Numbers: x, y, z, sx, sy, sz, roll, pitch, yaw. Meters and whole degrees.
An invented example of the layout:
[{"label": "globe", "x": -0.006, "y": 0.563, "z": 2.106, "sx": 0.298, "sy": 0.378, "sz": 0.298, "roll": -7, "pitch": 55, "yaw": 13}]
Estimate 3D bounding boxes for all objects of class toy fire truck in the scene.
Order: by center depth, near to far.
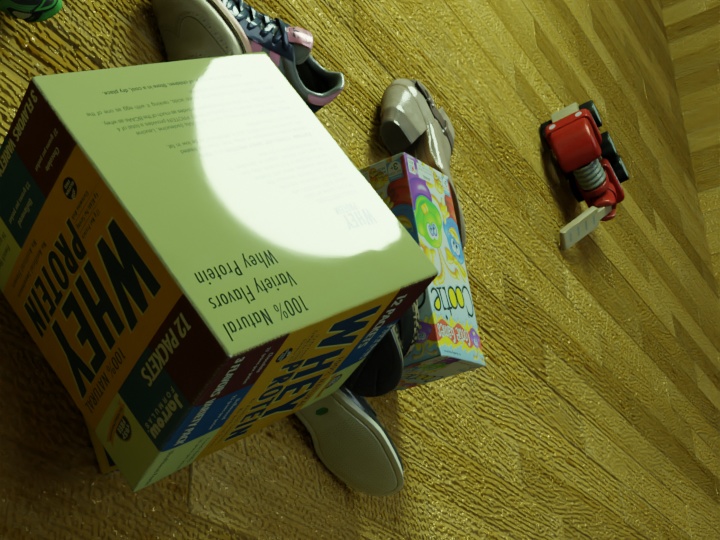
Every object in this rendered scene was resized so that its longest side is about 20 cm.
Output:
[{"label": "toy fire truck", "x": 0.355, "y": -0.145, "z": 1.818, "sx": 0.177, "sy": 0.127, "sz": 0.201, "roll": 56, "pitch": 21, "yaw": -29}]

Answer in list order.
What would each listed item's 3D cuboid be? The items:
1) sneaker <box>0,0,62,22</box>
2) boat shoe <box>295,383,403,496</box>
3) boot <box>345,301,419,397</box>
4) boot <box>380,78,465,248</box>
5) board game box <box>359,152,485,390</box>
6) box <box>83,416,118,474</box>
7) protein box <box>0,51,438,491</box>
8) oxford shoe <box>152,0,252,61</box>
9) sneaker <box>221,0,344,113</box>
[{"label": "sneaker", "x": -0.236, "y": -0.265, "z": 0.803, "sx": 0.085, "sy": 0.077, "sz": 0.203, "roll": 44, "pitch": 47, "yaw": -54}, {"label": "boat shoe", "x": -0.017, "y": 0.115, "z": 0.979, "sx": 0.201, "sy": 0.071, "sz": 0.068, "roll": 55, "pitch": 32, "yaw": -25}, {"label": "boot", "x": 0.000, "y": 0.000, "z": 0.974, "sx": 0.150, "sy": 0.072, "sz": 0.203, "roll": -13, "pitch": 85, "yaw": -79}, {"label": "boot", "x": 0.084, "y": -0.129, "z": 1.323, "sx": 0.202, "sy": 0.069, "sz": 0.146, "roll": 65, "pitch": 25, "yaw": -15}, {"label": "board game box", "x": 0.041, "y": 0.005, "z": 1.121, "sx": 0.104, "sy": 0.102, "sz": 0.203, "roll": 17, "pitch": 59, "yaw": -58}, {"label": "box", "x": -0.114, "y": 0.080, "z": 0.822, "sx": 0.199, "sy": 0.064, "sz": 0.071, "roll": -19, "pitch": 90, "yaw": -63}, {"label": "protein box", "x": -0.098, "y": -0.011, "z": 0.710, "sx": 0.197, "sy": 0.135, "sz": 0.201, "roll": -19, "pitch": 65, "yaw": -49}, {"label": "oxford shoe", "x": -0.127, "y": -0.151, "z": 0.933, "sx": 0.074, "sy": 0.070, "sz": 0.202, "roll": -28, "pitch": 91, "yaw": -49}, {"label": "sneaker", "x": -0.090, "y": -0.214, "z": 1.026, "sx": 0.200, "sy": 0.081, "sz": 0.071, "roll": 41, "pitch": 40, "yaw": -45}]
